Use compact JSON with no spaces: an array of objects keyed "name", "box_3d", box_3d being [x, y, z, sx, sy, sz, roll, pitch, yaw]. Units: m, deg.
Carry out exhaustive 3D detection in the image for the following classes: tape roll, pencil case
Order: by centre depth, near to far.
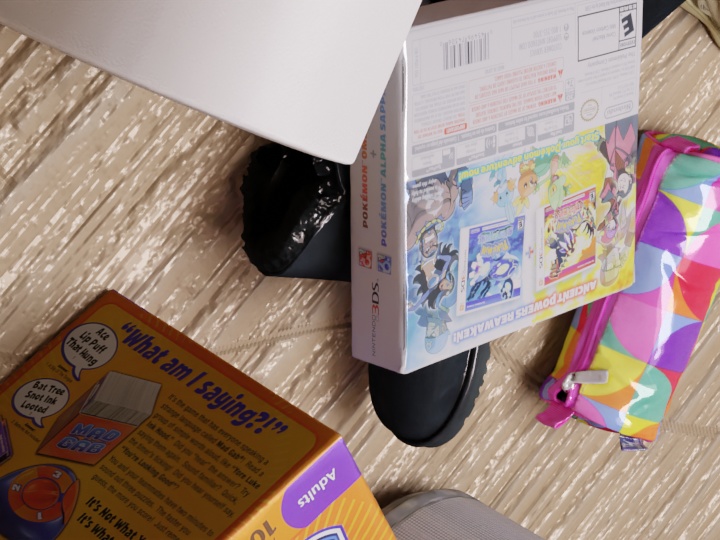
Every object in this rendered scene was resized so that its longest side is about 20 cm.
[{"name":"tape roll","box_3d":[-0.069,-0.149,0.959,0.202,0.202,0.140,19,96,-45]},{"name":"pencil case","box_3d":[0.181,0.012,1.354,0.088,0.088,0.201,16,97,-45]}]

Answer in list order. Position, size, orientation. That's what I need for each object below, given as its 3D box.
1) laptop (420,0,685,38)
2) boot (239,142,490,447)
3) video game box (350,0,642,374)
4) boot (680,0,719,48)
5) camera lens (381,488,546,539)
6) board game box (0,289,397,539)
[{"name":"laptop","box_3d":[0.110,-0.215,1.234,0.177,0.103,0.201,29,64,-46]},{"name":"boot","box_3d":[0.000,0.000,1.189,0.168,0.076,0.201,3,103,-44]},{"name":"video game box","box_3d":[0.076,-0.058,1.161,0.200,0.047,0.183,-18,113,-43]},{"name":"boot","box_3d":[0.286,-0.151,1.316,0.200,0.155,0.073,28,90,-45]},{"name":"camera lens","box_3d":[0.078,0.233,1.278,0.160,0.200,0.161,-23,125,-37]},{"name":"board game box","box_3d":[-0.105,0.173,1.091,0.200,0.200,0.200,-42,132,-18]}]
